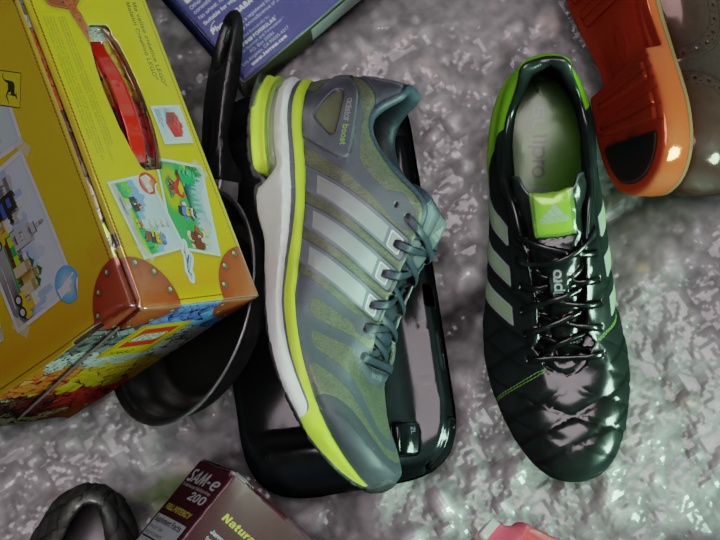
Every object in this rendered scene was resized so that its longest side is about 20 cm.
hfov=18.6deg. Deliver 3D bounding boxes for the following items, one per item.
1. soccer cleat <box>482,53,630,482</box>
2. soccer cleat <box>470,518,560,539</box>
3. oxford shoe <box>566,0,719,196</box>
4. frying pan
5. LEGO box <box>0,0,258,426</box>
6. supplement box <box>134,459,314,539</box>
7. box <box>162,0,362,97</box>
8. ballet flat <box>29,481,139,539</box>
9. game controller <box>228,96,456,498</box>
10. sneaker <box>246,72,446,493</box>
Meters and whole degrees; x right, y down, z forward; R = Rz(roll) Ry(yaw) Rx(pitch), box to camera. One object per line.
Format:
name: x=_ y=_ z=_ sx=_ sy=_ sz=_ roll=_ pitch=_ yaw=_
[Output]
soccer cleat: x=0.088 y=-0.003 z=1.026 sx=0.067 sy=0.081 sz=0.201 roll=-5 pitch=78 yaw=2
soccer cleat: x=0.032 y=0.202 z=0.977 sx=0.076 sy=0.067 sz=0.200 roll=37 pitch=82 yaw=7
oxford shoe: x=0.148 y=-0.128 z=1.068 sx=0.072 sy=0.071 sz=0.201 roll=4 pitch=72 yaw=-26
frying pan: x=-0.081 y=-0.016 z=1.046 sx=0.031 sy=0.115 sz=0.191 roll=19 pitch=56 yaw=-37
LEGO box: x=-0.152 y=-0.046 z=1.012 sx=0.149 sy=0.077 sz=0.201 roll=-31 pitch=74 yaw=38
supplement box: x=-0.088 y=0.196 z=0.978 sx=0.109 sy=0.061 sz=0.200 roll=43 pitch=78 yaw=-16
box: x=-0.076 y=-0.200 z=1.101 sx=0.121 sy=0.032 sz=0.200 roll=-40 pitch=80 yaw=-6
ballet flat: x=-0.154 y=0.192 z=1.010 sx=0.066 sy=0.057 sz=0.201 roll=15 pitch=79 yaw=7
game controller: x=-0.017 y=0.006 z=1.057 sx=0.104 sy=0.042 sz=0.201 roll=-12 pitch=77 yaw=15
sneaker: x=0.000 y=0.000 z=0.995 sx=0.081 sy=0.074 sz=0.201 roll=-11 pitch=79 yaw=12
